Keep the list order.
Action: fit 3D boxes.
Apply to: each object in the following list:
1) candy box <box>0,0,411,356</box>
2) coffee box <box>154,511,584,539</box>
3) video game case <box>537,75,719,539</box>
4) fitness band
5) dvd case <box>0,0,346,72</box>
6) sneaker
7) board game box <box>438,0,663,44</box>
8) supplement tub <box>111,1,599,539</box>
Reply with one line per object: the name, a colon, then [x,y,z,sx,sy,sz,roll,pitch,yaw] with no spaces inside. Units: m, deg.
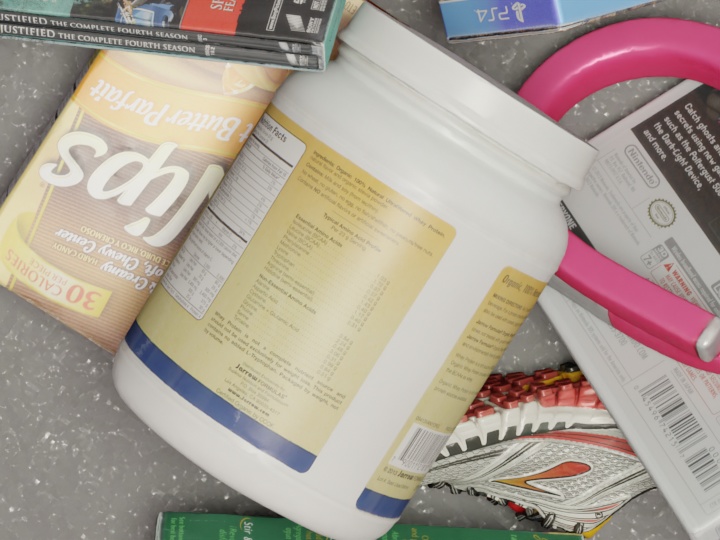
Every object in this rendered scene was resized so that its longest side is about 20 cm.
candy box: [-0.079,-0.060,1.322,0.115,0.055,0.200,32,94,-9]
coffee box: [0.002,0.174,1.343,0.199,0.044,0.123,2,125,-3]
video game case: [0.178,0.000,1.303,0.181,0.023,0.200,-32,58,0]
fitness band: [0.153,-0.036,1.295,0.200,0.037,0.144,31,76,28]
dvd case: [-0.097,-0.153,1.255,0.199,0.146,0.022,7,140,9]
sneaker: [0.081,0.091,1.342,0.199,0.078,0.083,-8,100,-2]
board game box: [0.105,-0.216,1.264,0.159,0.097,0.201,-17,99,-27]
supplement tub: [0.000,0.000,1.246,0.144,0.144,0.200,32,95,-7]
